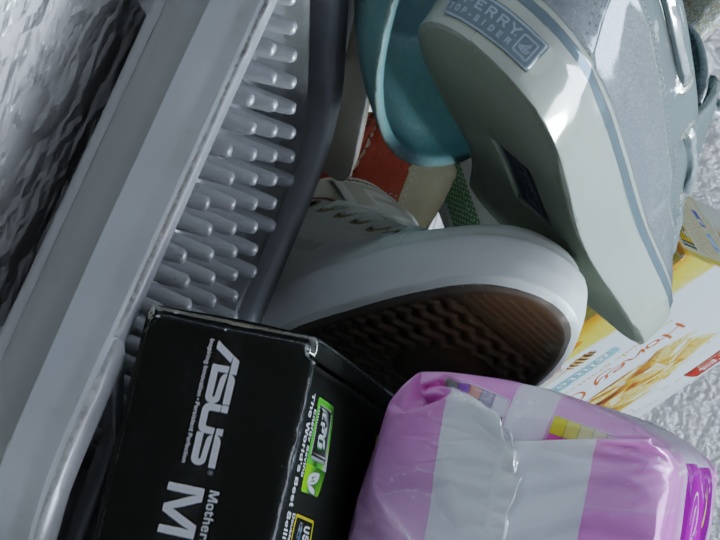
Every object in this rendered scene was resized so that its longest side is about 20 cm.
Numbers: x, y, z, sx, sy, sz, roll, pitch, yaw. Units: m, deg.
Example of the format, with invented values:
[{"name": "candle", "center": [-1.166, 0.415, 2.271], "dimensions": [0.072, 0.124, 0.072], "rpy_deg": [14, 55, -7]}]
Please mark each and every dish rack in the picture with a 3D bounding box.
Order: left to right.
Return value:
[{"name": "dish rack", "center": [-0.055, 0.005, 0.666], "dimensions": [0.172, 0.043, 0.200], "rpy_deg": [92, 19, -66]}]

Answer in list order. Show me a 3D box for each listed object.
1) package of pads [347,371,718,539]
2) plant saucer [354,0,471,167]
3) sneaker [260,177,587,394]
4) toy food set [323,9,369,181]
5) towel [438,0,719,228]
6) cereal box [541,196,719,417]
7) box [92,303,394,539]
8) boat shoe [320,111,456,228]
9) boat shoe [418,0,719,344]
[{"name": "package of pads", "center": [0.044, 0.092, 0.685], "dimensions": [0.200, 0.076, 0.121], "rpy_deg": [24, 79, -78]}, {"name": "plant saucer", "center": [0.059, -0.120, 0.737], "dimensions": [0.200, 0.036, 0.200], "rpy_deg": [-44, 159, -21]}, {"name": "sneaker", "center": [0.000, 0.000, 0.803], "dimensions": [0.200, 0.073, 0.085], "rpy_deg": [-20, -130, 55]}, {"name": "toy food set", "center": [0.029, -0.144, 0.826], "dimensions": [0.144, 0.060, 0.200], "rpy_deg": [101, 12, -52]}, {"name": "towel", "center": [0.082, -0.109, 0.907], "dimensions": [0.200, 0.031, 0.149], "rpy_deg": [-48, -138, 34]}, {"name": "cereal box", "center": [0.073, 0.029, 0.950], "dimensions": [0.144, 0.040, 0.200], "rpy_deg": [-35, 163, 15]}, {"name": "box", "center": [-0.032, 0.121, 0.648], "dimensions": [0.193, 0.047, 0.200], "rpy_deg": [43, 59, -74]}, {"name": "boat shoe", "center": [-0.010, 0.014, 0.963], "dimensions": [0.200, 0.062, 0.071], "rpy_deg": [103, 8, -53]}, {"name": "boat shoe", "center": [0.071, -0.040, 0.745], "dimensions": [0.072, 0.070, 0.201], "rpy_deg": [-45, 157, -7]}]
